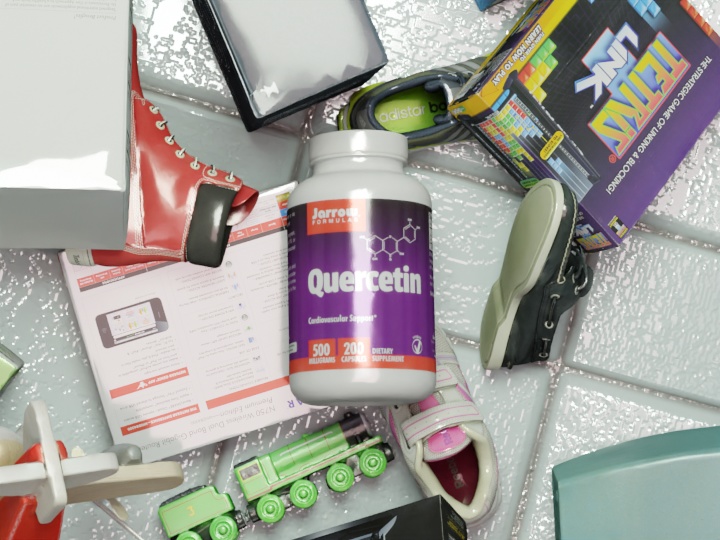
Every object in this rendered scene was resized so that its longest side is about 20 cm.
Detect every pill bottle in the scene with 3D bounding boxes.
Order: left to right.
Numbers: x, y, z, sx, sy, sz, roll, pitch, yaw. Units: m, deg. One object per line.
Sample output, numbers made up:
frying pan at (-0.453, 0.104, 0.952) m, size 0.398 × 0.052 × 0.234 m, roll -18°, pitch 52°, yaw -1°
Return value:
pill bottle at (0.000, 0.000, 1.389) m, size 0.111 × 0.112 × 0.202 m, roll -1°, pitch 82°, yaw -5°

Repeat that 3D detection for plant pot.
plant pot at (0.253, 0.200, 1.450) m, size 0.198 × 0.141 × 0.143 m, roll -4°, pitch 92°, yaw 2°

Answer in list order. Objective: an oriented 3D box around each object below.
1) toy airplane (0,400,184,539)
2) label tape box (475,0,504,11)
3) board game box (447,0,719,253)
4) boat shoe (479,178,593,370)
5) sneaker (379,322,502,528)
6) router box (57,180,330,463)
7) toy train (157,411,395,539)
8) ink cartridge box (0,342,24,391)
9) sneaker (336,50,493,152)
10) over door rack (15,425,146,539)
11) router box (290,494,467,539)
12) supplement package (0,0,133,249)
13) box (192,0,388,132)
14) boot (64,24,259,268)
toy airplane at (-0.250, 0.161, 1.321) m, size 0.199 × 0.200 × 0.142 m, roll -35°, pitch 51°, yaw 6°
label tape box at (0.105, -0.285, 1.391) m, size 0.063 × 0.200 × 0.145 m, roll -23°, pitch 93°, yaw -4°
board game box at (0.188, -0.142, 1.434) m, size 0.165 × 0.057 × 0.200 m, roll 44°, pitch 68°, yaw -12°
boat shoe at (0.146, 0.008, 1.424) m, size 0.066 × 0.075 × 0.200 m, roll 6°, pitch 132°, yaw -10°
sneaker at (0.060, 0.114, 1.453) m, size 0.081 × 0.088 × 0.201 m, roll -29°, pitch 94°, yaw -4°
router box at (-0.120, 0.042, 1.455) m, size 0.198 × 0.049 × 0.181 m, roll -16°, pitch 93°, yaw -5°
toy train at (-0.069, 0.171, 1.469) m, size 0.199 × 0.042 × 0.057 m, roll -24°, pitch 83°, yaw -4°
ink cartridge box at (-0.309, 0.062, 1.362) m, size 0.104 × 0.200 × 0.059 m, roll 37°, pitch 84°, yaw -5°
sneaker at (0.082, -0.132, 1.452) m, size 0.199 × 0.081 × 0.074 m, roll -18°, pitch 93°, yaw -7°
over door rack at (-0.234, 0.240, 1.433) m, size 0.200 × 0.067 × 0.148 m, roll 38°, pitch 88°, yaw 16°
router box at (-0.012, 0.273, 1.391) m, size 0.199 × 0.052 × 0.158 m, roll -19°, pitch 49°, yaw 20°
supplement package at (-0.258, -0.130, 1.307) m, size 0.190 × 0.147 × 0.202 m, roll 1°, pitch 74°, yaw -7°
box at (-0.063, -0.195, 1.379) m, size 0.106 × 0.200 × 0.149 m, roll -23°, pitch 94°, yaw -4°
boot at (-0.147, -0.099, 1.417) m, size 0.143 × 0.072 × 0.202 m, roll 1°, pitch 74°, yaw 3°
